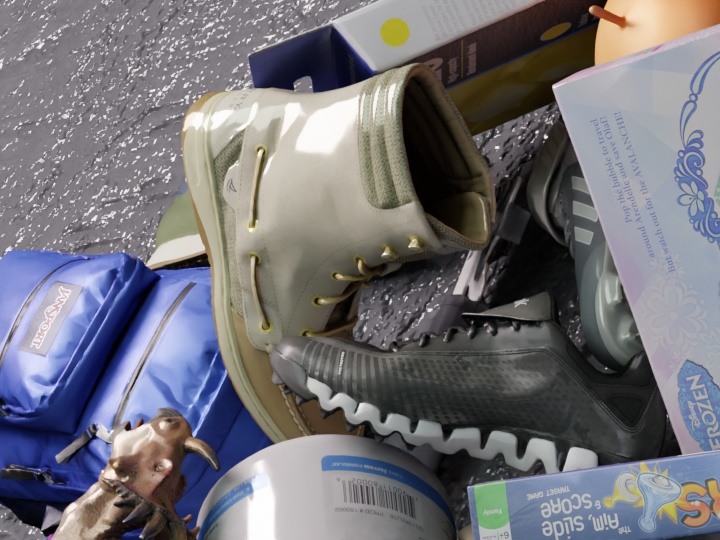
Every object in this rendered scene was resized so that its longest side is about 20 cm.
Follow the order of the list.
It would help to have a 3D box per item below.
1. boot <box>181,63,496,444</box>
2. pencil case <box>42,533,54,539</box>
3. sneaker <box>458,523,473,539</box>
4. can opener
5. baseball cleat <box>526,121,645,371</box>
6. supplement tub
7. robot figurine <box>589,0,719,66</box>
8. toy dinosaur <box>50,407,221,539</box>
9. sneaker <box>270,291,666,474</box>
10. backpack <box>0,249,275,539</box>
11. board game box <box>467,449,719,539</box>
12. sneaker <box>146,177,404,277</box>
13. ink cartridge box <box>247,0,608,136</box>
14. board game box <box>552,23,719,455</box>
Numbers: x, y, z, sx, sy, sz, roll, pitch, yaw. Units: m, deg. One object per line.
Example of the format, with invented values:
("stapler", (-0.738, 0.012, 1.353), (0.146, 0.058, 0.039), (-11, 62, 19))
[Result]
("boot", (0.000, 0.000, 1.327), (0.154, 0.201, 0.072), (-6, 14, 40))
("pencil case", (-0.166, 0.240, 1.363), (0.085, 0.092, 0.201), (26, 88, 21))
("sneaker", (0.114, 0.166, 1.226), (0.075, 0.071, 0.200), (-22, 29, -15))
("can opener", (0.034, 0.028, 1.409), (0.200, 0.067, 0.053), (-66, 7, -24))
("baseball cleat", (0.130, -0.017, 1.383), (0.106, 0.070, 0.200), (-30, 32, 43))
("supplement tub", (-0.011, 0.189, 1.256), (0.132, 0.132, 0.200), (-29, 39, 21))
("robot figurine", (0.201, -0.107, 1.305), (0.144, 0.199, 0.117), (122, 132, -62))
("toy dinosaur", (-0.118, 0.176, 1.266), (0.135, 0.201, 0.086), (-13, 1, 9))
("sneaker", (0.058, 0.049, 1.282), (0.066, 0.199, 0.091), (14, -88, -86))
("backpack", (-0.121, 0.073, 1.446), (0.200, 0.168, 0.163), (7, 67, 46))
("board game box", (0.162, 0.094, 1.141), (0.199, 0.135, 0.035), (-10, 83, 23))
("sneaker", (-0.045, -0.040, 1.557), (0.200, 0.067, 0.090), (-11, 53, 42))
("ink cartridge box", (0.045, -0.108, 1.401), (0.199, 0.198, 0.047), (-25, 79, -4))
("board game box", (0.209, -0.021, 1.199), (0.199, 0.201, 0.043), (-16, 7, 33))
